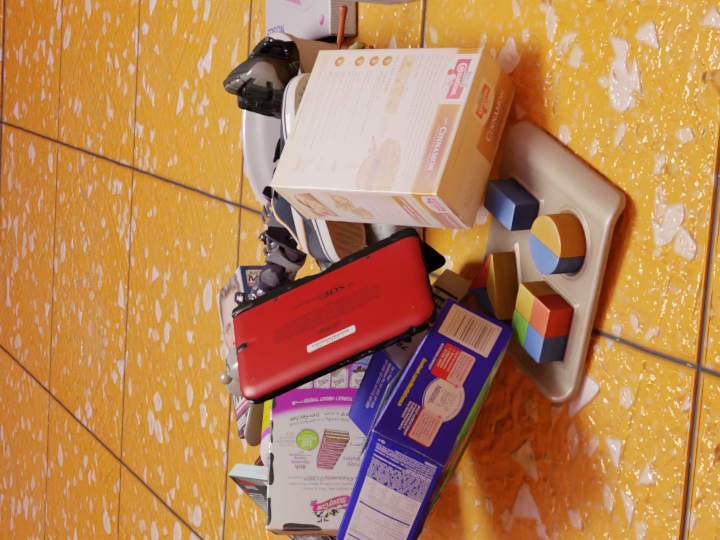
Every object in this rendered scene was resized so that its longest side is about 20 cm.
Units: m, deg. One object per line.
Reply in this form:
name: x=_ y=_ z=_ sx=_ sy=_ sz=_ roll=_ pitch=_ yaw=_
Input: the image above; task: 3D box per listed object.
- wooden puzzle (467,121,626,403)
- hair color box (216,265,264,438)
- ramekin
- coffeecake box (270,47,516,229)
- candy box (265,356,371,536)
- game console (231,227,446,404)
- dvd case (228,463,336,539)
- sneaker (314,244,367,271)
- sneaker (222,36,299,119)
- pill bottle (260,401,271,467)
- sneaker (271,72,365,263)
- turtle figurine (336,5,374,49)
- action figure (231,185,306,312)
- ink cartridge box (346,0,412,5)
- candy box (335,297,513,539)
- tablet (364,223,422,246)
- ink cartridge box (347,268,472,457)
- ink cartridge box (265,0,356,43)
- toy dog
wooden puzzle: x=0.154 y=-0.010 z=1.345 sx=0.185 sy=0.046 sz=0.202 roll=49 pitch=133 yaw=53
hair color box: x=-0.131 y=0.105 z=1.916 sx=0.100 sy=0.060 sz=0.203 roll=-46 pitch=50 yaw=55
ramekin: x=-0.059 y=-0.170 z=1.721 sx=0.200 sy=0.096 sz=0.204 roll=179 pitch=91 yaw=-64
coffeecake box: x=0.031 y=-0.128 z=1.417 sx=0.198 sy=0.073 sz=0.155 roll=5 pitch=68 yaw=38
candy box: x=-0.024 y=0.169 z=1.528 sx=0.061 sy=0.134 sz=0.203 roll=57 pitch=-147 yaw=-71
game console: x=-0.010 y=0.054 z=1.419 sx=0.119 sy=0.198 sz=0.174 roll=54 pitch=-163 yaw=-42
dvd case: x=-0.050 y=0.290 z=1.649 sx=0.022 sy=0.200 sz=0.146 roll=-50 pitch=16 yaw=-21
sneaker: x=0.000 y=0.000 z=1.620 sx=0.090 sy=0.066 sz=0.203 roll=-29 pitch=65 yaw=52
sneaker: x=-0.102 y=-0.213 z=1.574 sx=0.200 sy=0.074 sz=0.080 roll=178 pitch=108 yaw=-85
pill bottle: x=-0.054 y=0.126 z=1.661 sx=0.104 sy=0.103 sz=0.202 roll=126 pitch=155 yaw=-50
sneaker: x=-0.058 y=-0.102 z=1.528 sx=0.079 sy=0.078 sz=0.203 roll=5 pitch=114 yaw=41
turtle figurine: x=0.005 y=-0.166 z=1.547 sx=0.159 sy=0.064 sz=0.203 roll=17 pitch=99 yaw=24
action figure: x=-0.100 y=-0.004 z=1.693 sx=0.201 sy=0.068 sz=0.131 roll=111 pitch=172 yaw=-53
ink cartridge box: x=-0.005 y=-0.387 z=1.555 sx=0.083 sy=0.143 sz=0.203 roll=-169 pitch=80 yaw=-65
candy box: x=0.058 y=0.154 z=1.372 sx=0.170 sy=0.076 sz=0.201 roll=-57 pitch=-10 yaw=-37
tablet: x=0.019 y=-0.011 z=1.659 sx=0.199 sy=0.013 sz=0.132 roll=-179 pitch=88 yaw=-64
ink cartridge box: x=0.042 y=0.086 z=1.435 sx=0.039 sy=0.200 sz=0.100 roll=30 pitch=126 yaw=11
ink cartridge box: x=-0.063 y=-0.371 z=1.791 sx=0.196 sy=0.043 sz=0.203 roll=-179 pitch=87 yaw=-64
toy dog: x=-0.117 y=0.171 z=1.764 sx=0.201 sy=0.096 sz=0.132 roll=56 pitch=-176 yaw=-20
